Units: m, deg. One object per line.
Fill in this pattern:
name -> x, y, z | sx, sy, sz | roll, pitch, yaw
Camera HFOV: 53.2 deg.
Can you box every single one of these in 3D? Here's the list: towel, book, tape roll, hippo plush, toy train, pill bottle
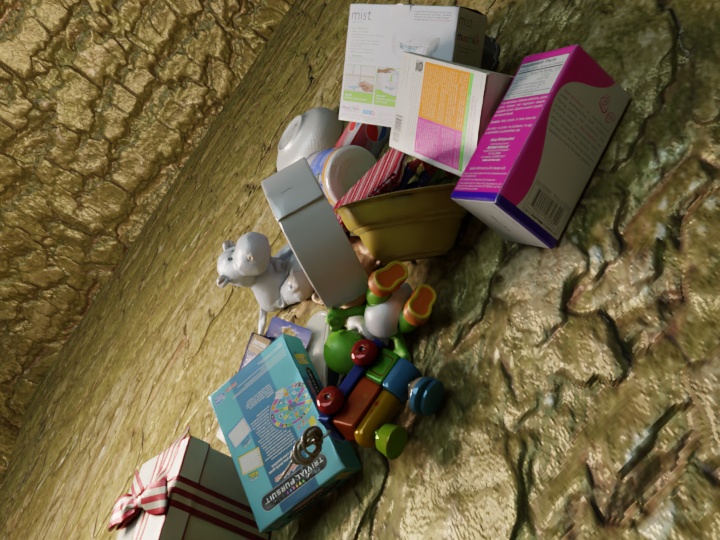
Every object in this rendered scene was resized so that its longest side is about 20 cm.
towel -> 0.009, -0.120, 1.118 | 0.200, 0.022, 0.146 | -41, 18, 35
book -> 0.109, -0.208, 0.956 | 0.199, 0.047, 0.136 | 37, 123, 52
tape roll -> -0.058, -0.049, 0.977 | 0.070, 0.205, 0.203 | -27, 29, 0
hippo plush -> -0.181, -0.012, 1.332 | 0.199, 0.159, 0.161 | -35, 34, 39
toy train -> 0.004, 0.185, 0.833 | 0.115, 0.085, 0.201 | 20, 65, 41
pill bottle -> -0.052, -0.166, 1.322 | 0.114, 0.111, 0.199 | -63, 25, -10

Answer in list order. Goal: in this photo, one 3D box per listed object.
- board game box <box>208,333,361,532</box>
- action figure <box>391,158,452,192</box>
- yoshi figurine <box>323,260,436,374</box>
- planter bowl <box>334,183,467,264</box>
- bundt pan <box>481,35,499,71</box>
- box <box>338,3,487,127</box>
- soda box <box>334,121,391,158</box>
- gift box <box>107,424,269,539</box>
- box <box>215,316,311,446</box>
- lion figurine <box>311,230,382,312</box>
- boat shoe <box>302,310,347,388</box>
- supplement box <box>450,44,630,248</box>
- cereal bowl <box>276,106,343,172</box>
board game box -> -0.105, 0.212, 0.952 | 0.150, 0.047, 0.202 | -39, 61, 17
action figure -> 0.062, -0.119, 1.112 | 0.199, 0.064, 0.053 | -32, 56, 56
yoshi figurine -> 0.011, 0.080, 0.943 | 0.200, 0.110, 0.114 | 128, 139, -52
planter bowl -> 0.068, -0.056, 0.967 | 0.199, 0.197, 0.085 | -11, 88, 57
bundt pan -> 0.134, -0.323, 1.198 | 0.202, 0.075, 0.204 | -43, 30, 32
box -> 0.074, -0.306, 1.092 | 0.197, 0.096, 0.180 | 15, 105, 35
soda box -> 0.034, -0.297, 1.365 | 0.202, 0.063, 0.070 | -59, 25, 1
gift box -> -0.245, 0.346, 1.029 | 0.184, 0.185, 0.203 | -37, 34, 37
box -> -0.144, 0.170, 1.056 | 0.120, 0.032, 0.204 | 12, 81, 53
lion figurine -> 0.000, 0.000, 1.115 | 0.122, 0.071, 0.204 | 27, 100, 55
boat shoe -> -0.055, 0.160, 1.025 | 0.074, 0.061, 0.203 | -24, 49, 37
supplement box -> 0.208, -0.142, 0.835 | 0.202, 0.100, 0.103 | -60, 24, -5
cereal bowl -> -0.129, -0.288, 1.632 | 0.200, 0.083, 0.202 | -43, 29, 32
